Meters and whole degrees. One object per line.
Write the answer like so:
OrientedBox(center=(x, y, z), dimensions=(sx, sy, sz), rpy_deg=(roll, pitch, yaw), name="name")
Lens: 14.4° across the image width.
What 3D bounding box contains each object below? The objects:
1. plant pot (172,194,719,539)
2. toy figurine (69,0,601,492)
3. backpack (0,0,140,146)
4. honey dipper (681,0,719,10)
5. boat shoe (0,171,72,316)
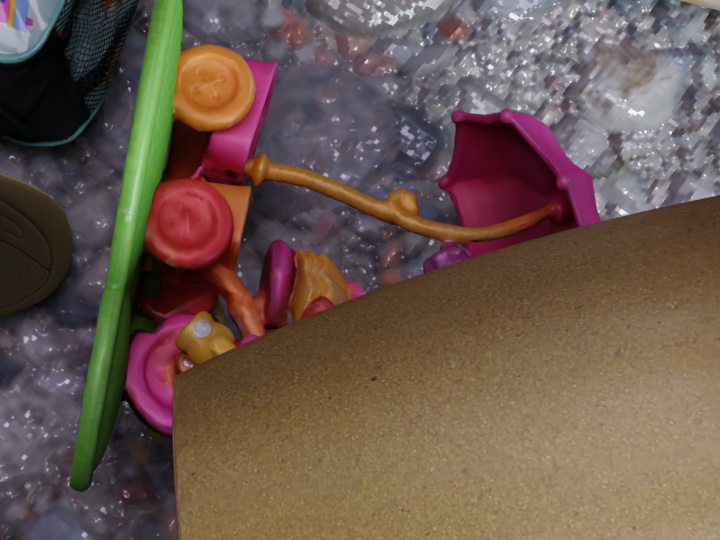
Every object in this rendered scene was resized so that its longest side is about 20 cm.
OrientedBox(center=(0.040, 0.074, 0.936), dimensions=(0.199, 0.187, 0.188), rpy_deg=(-5, 69, -1), name="plant pot")
OrientedBox(center=(0.000, 0.000, 1.036), dimensions=(0.183, 0.150, 0.201), rpy_deg=(10, 64, -4), name="toy figurine")
OrientedBox(center=(-0.153, -0.175, 1.098), dimensions=(0.175, 0.154, 0.201), rpy_deg=(19, 65, 14), name="backpack")
OrientedBox(center=(0.139, -0.111, 1.125), dimensions=(0.199, 0.038, 0.038), rpy_deg=(17, 71, 12), name="honey dipper")
OrientedBox(center=(-0.211, -0.022, 1.083), dimensions=(0.199, 0.066, 0.072), rpy_deg=(0, 113, -12), name="boat shoe")
